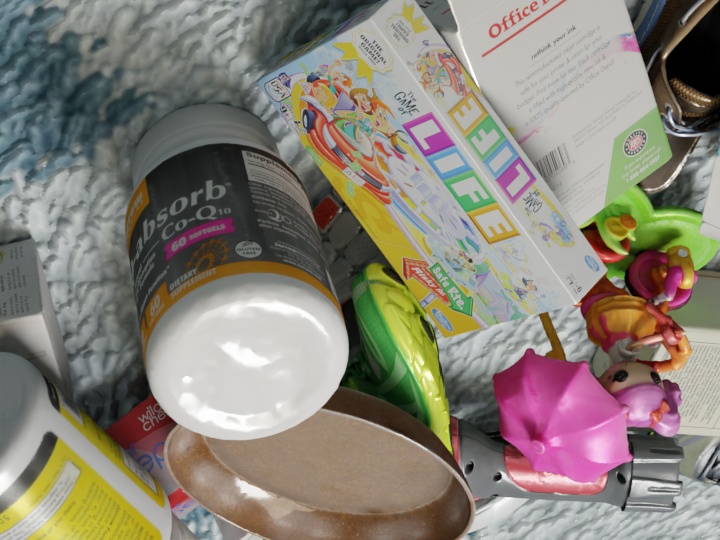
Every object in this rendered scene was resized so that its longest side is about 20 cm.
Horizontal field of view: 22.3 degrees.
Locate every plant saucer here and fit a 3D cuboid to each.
[{"bbox_3d":[-0.024,0.123,1.152,0.199,0.035,0.201,10,146,7],"label":"plant saucer"}]

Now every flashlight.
[{"bbox_3d":[0.126,0.135,1.292,0.199,0.068,0.068,3,99,-2],"label":"flashlight"}]

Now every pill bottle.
[{"bbox_3d":[-0.079,-0.005,1.078,0.116,0.200,0.117,-7,129,-9],"label":"pill bottle"},{"bbox_3d":[-0.188,0.150,1.134,0.114,0.114,0.200,-30,131,11],"label":"pill bottle"}]

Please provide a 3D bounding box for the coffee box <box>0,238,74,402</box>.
[{"bbox_3d":[-0.290,0.063,1.161,0.199,0.080,0.115,-12,132,-6],"label":"coffee box"}]

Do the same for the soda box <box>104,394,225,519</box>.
[{"bbox_3d":[-0.149,0.141,1.262,0.200,0.070,0.063,-38,160,18],"label":"soda box"}]

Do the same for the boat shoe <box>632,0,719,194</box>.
[{"bbox_3d":[0.200,-0.120,1.144,0.072,0.072,0.200,-2,131,-14],"label":"boat shoe"}]

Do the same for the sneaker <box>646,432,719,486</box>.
[{"bbox_3d":[0.305,0.149,1.402,0.199,0.081,0.074,8,127,-22],"label":"sneaker"}]

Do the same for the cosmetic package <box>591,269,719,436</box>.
[{"bbox_3d":[0.281,0.063,1.326,0.199,0.073,0.104,5,129,-20],"label":"cosmetic package"}]

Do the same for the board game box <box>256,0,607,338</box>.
[{"bbox_3d":[0.039,-0.057,1.071,0.200,0.034,0.134,53,148,-11],"label":"board game box"}]

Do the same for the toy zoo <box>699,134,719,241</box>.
[{"bbox_3d":[0.257,-0.107,1.148,0.020,0.131,0.200,23,134,21],"label":"toy zoo"}]

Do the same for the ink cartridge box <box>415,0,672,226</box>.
[{"bbox_3d":[0.098,-0.126,1.077,0.117,0.067,0.200,-35,123,-19],"label":"ink cartridge box"}]

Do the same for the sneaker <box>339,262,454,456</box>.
[{"bbox_3d":[0.014,0.084,1.174,0.083,0.074,0.200,-9,131,1],"label":"sneaker"}]

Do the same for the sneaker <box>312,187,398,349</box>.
[{"bbox_3d":[0.000,0.000,1.211,0.200,0.077,0.082,-43,155,22],"label":"sneaker"}]

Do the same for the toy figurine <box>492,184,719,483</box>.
[{"bbox_3d":[0.151,0.050,1.178,0.199,0.185,0.150,6,144,-14],"label":"toy figurine"}]

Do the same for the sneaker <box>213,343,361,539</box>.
[{"bbox_3d":[-0.022,0.136,1.277,0.200,0.116,0.074,-41,126,18],"label":"sneaker"}]

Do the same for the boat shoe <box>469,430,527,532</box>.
[{"bbox_3d":[0.046,0.162,1.351,0.199,0.069,0.057,-25,132,9],"label":"boat shoe"}]
